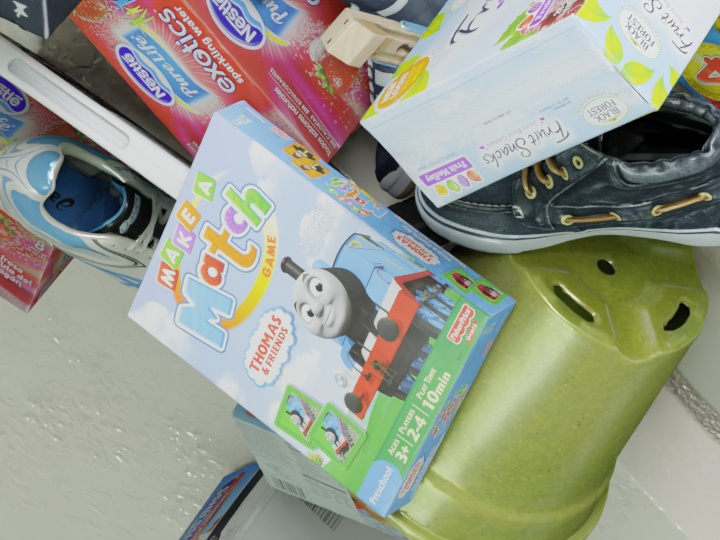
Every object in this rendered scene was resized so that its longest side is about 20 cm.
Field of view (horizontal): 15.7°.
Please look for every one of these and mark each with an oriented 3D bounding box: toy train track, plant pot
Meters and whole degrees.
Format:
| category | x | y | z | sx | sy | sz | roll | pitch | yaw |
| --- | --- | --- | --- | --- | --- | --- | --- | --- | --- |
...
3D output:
| category | x | y | z | sx | sy | sz | roll | pitch | yaw |
| --- | --- | --- | --- | --- | --- | --- | --- | --- | --- |
| toy train track | 0.058 | -0.104 | 1.392 | 0.115 | 0.200 | 0.033 | -46 | 56 | 27 |
| plant pot | 0.102 | 0.044 | 1.525 | 0.200 | 0.200 | 0.184 | 36 | 134 | 0 |

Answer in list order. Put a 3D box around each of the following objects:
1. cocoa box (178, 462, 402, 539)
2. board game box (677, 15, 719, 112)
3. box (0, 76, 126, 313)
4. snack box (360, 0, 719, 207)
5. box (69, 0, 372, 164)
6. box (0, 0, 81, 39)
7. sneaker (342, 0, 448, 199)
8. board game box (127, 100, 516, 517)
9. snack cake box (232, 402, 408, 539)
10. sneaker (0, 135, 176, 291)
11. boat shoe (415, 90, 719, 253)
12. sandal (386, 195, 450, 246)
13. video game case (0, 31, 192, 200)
| category | x | y | z | sx | sy | sz | roll | pitch | yaw |
| --- | --- | --- | --- | --- | --- | --- | --- | --- | --- |
| cocoa box | -0.034 | 0.247 | 1.904 | 0.200 | 0.133 | 0.131 | 45 | 145 | -13 |
| board game box | 0.278 | -0.106 | 1.292 | 0.200 | 0.056 | 0.196 | 38 | 145 | -3 |
| box | -0.267 | -0.081 | 1.752 | 0.200 | 0.103 | 0.095 | 36 | 144 | 3 |
| snack box | 0.112 | -0.137 | 1.272 | 0.068 | 0.200 | 0.168 | 47 | 145 | -15 |
| box | -0.087 | -0.149 | 1.520 | 0.200 | 0.096 | 0.100 | 49 | 144 | -18 |
| box | -0.177 | -0.246 | 1.394 | 0.148 | 0.200 | 0.107 | 24 | 144 | 16 |
| sneaker | 0.019 | -0.132 | 1.471 | 0.108 | 0.070 | 0.200 | 28 | 138 | 3 |
| board game box | -0.026 | 0.022 | 1.477 | 0.200 | 0.037 | 0.152 | 37 | 123 | 18 |
| snack cake box | 0.024 | 0.129 | 1.754 | 0.199 | 0.067 | 0.115 | 20 | 156 | 22 |
| sneaker | -0.147 | -0.029 | 1.679 | 0.200 | 0.072 | 0.072 | 25 | 174 | -39 |
| boat shoe | 0.113 | -0.060 | 1.394 | 0.200 | 0.071 | 0.091 | 0 | 153 | 24 |
| sandal | 0.000 | 0.000 | 1.534 | 0.200 | 0.075 | 0.048 | -19 | 110 | 40 |
| video game case | -0.159 | -0.090 | 1.614 | 0.182 | 0.023 | 0.200 | 35 | -179 | 8 |
